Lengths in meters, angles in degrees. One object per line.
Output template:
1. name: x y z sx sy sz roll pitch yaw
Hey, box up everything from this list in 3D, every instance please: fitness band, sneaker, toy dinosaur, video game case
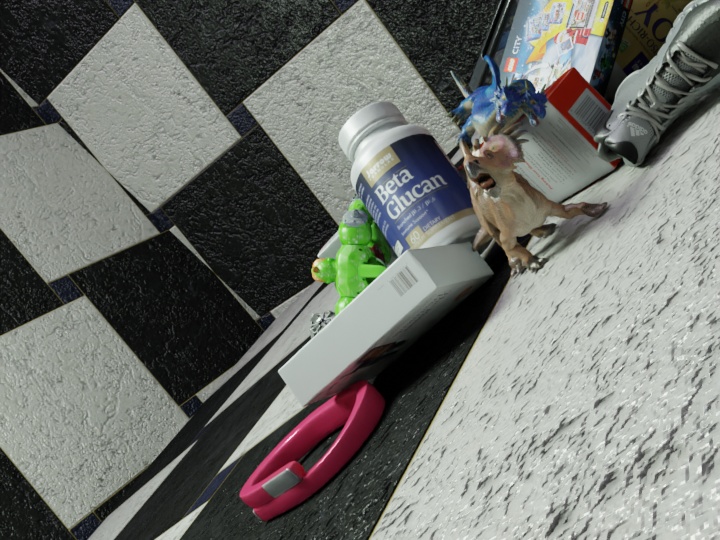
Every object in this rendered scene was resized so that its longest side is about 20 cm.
1. fitness band: -0.049 0.183 0.844 0.200 0.037 0.144 -40 5 46
2. sneaker: -0.047 0.099 1.223 0.075 0.082 0.200 -47 5 -10
3. toy dinosaur: 0.133 -0.071 0.774 0.086 0.136 0.200 -47 4 -9
4. video game case: 0.261 -0.320 1.111 0.200 0.026 0.181 -5 -47 -28
5. sneaker: 0.267 -0.148 0.716 0.116 0.075 0.200 -53 -3 -21

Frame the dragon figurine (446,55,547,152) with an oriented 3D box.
1. dragon figurine: 0.138 -0.177 0.834 0.099 0.059 0.200 -57 17 33

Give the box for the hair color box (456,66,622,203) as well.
1. hair color box: 0.193 -0.124 0.899 0.061 0.102 0.200 -49 6 -27

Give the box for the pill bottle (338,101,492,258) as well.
1. pill bottle: 0.057 -0.094 0.946 0.111 0.200 0.111 -27 -23 -13

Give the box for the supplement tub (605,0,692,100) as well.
1. supplement tub: 0.325 -0.307 1.033 0.200 0.145 0.145 -45 5 15

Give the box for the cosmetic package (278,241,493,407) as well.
1. cosmetic package: 0.029 0.053 0.861 0.200 0.052 0.151 -44 -14 26

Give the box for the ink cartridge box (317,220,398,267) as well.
1. ink cartridge box: 0.062 -0.046 1.130 0.200 0.145 0.145 -45 3 3

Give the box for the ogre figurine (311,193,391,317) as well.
1. ogre figurine: 0.000 0.000 0.994 0.120 0.098 0.200 19 -88 -79

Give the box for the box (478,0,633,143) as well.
1. box: 0.226 -0.233 0.972 0.137 0.038 0.200 21 97 48
